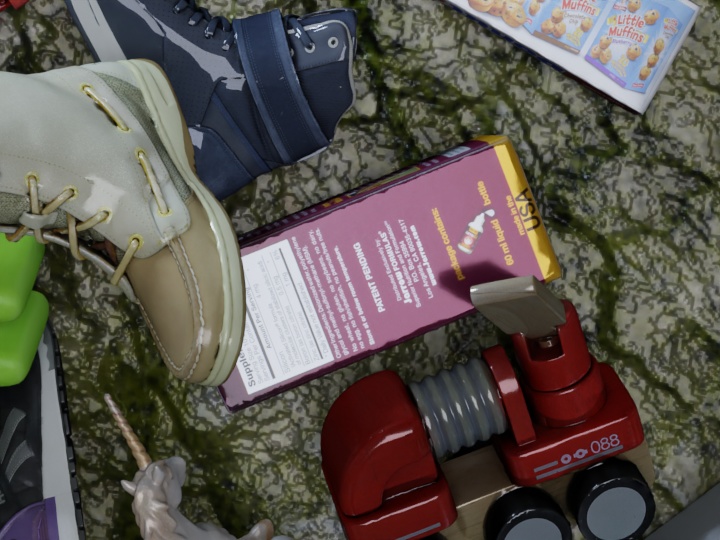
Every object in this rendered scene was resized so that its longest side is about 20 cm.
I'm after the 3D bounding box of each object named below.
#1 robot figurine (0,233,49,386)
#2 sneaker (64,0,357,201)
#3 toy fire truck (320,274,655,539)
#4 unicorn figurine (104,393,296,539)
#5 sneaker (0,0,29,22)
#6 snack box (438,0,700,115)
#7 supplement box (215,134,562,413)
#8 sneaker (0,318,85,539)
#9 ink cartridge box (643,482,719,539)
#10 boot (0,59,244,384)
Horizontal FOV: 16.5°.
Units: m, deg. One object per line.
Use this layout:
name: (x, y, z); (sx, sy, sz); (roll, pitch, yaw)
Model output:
robot figurine: (-0.270, 0.012, 1.326); (0.199, 0.116, 0.176); (6, 128, 4)
sneaker: (-0.082, -0.145, 1.380); (0.145, 0.077, 0.203); (-22, 104, 8)
toy fire truck: (0.061, 0.075, 1.347); (0.175, 0.129, 0.201); (-20, 119, -3)
unicorn figurine: (-0.095, 0.170, 1.361); (0.074, 0.137, 0.201); (25, 105, 32)
sneaker: (-0.236, -0.128, 1.380); (0.107, 0.067, 0.203); (-5, 90, -2)
snack box: (0.093, -0.169, 1.427); (0.199, 0.024, 0.072); (30, 89, -5)
supplement box: (0.000, 0.000, 1.383); (0.199, 0.110, 0.086); (-22, 94, -3)
sneaker: (-0.199, 0.102, 1.348); (0.087, 0.076, 0.201); (-8, 54, -7)
ink cartridge box: (0.262, 0.214, 1.397); (0.144, 0.145, 0.201); (-33, 94, -2)
boot: (-0.150, -0.026, 1.254); (0.154, 0.072, 0.201); (0, 53, -33)
